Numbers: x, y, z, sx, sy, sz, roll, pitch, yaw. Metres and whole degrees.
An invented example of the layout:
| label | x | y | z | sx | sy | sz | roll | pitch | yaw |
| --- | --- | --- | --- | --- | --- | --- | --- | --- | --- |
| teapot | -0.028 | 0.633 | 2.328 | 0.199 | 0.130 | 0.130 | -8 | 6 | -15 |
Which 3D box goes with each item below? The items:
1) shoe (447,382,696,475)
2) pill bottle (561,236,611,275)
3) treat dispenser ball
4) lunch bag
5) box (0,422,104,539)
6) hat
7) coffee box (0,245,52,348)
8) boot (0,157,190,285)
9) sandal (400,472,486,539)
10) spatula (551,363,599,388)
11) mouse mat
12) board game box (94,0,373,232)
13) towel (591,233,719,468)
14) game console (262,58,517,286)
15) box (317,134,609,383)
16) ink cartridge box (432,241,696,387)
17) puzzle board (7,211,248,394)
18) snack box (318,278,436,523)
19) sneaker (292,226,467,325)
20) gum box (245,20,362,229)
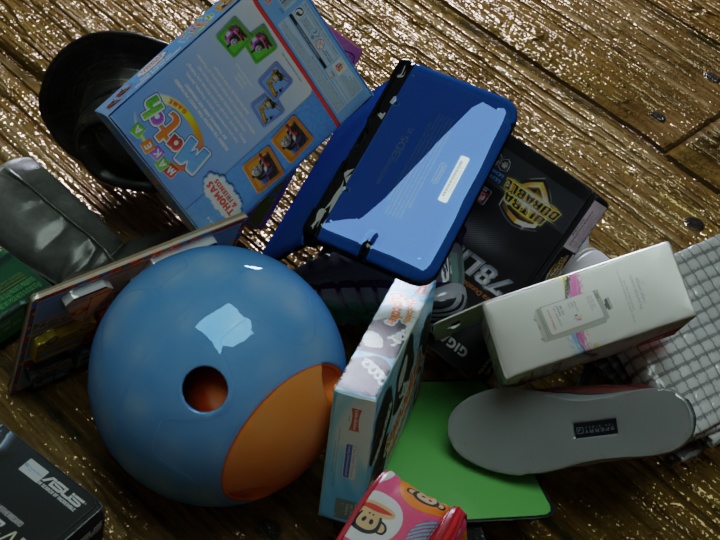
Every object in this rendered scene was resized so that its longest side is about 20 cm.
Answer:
| label | x | y | z | sx | sy | sz | roll | pitch | yaw |
| --- | --- | --- | --- | --- | --- | --- | --- | --- | --- |
| shoe | 0.176 | 0.130 | 1.141 | 0.199 | 0.091 | 0.072 | -5 | 82 | 14 |
| pill bottle | 0.146 | -0.031 | 1.314 | 0.111 | 0.112 | 0.200 | -27 | 57 | -35 |
| treat dispenser ball | -0.110 | 0.082 | 1.067 | 0.200 | 0.201 | 0.201 | 7 | 43 | -7 |
| lunch bag | -0.004 | 0.251 | 0.920 | 0.082 | 0.201 | 0.176 | 25 | 47 | 15 |
| box | -0.318 | 0.179 | 1.030 | 0.200 | 0.044 | 0.160 | 33 | 47 | 20 |
| hat | -0.202 | -0.122 | 1.265 | 0.200 | 0.201 | 0.081 | 7 | 47 | -7 |
| coffee box | -0.380 | 0.002 | 1.198 | 0.200 | 0.044 | 0.123 | 35 | 47 | 21 |
| boot | -0.245 | -0.040 | 1.268 | 0.200 | 0.073 | 0.182 | 34 | 44 | 30 |
| sandal | 0.072 | 0.236 | 1.058 | 0.075 | 0.048 | 0.201 | -9 | 39 | -25 |
| spatula | 0.208 | 0.097 | 1.262 | 0.056 | 0.021 | 0.200 | 32 | 43 | 4 |
| mouse mat | 0.060 | 0.148 | 1.148 | 0.160 | 0.008 | 0.200 | 0 | 30 | -14 |
| board game box | -0.102 | -0.142 | 1.163 | 0.200 | 0.151 | 0.037 | -45 | 32 | -14 |
| towel | 0.306 | 0.071 | 1.251 | 0.199 | 0.086 | 0.166 | -23 | 73 | -27 |
| game console | 0.023 | -0.073 | 1.215 | 0.170 | 0.118 | 0.200 | 23 | 65 | 12 |
| box | 0.090 | -0.035 | 1.254 | 0.200 | 0.199 | 0.050 | 39 | 7 | 28 |
| ink cartridge box | 0.163 | 0.047 | 1.132 | 0.199 | 0.116 | 0.068 | -18 | 79 | 1 |
| puzzle board | -0.192 | 0.030 | 1.141 | 0.199 | 0.151 | 0.017 | -24 | 70 | -33 |
| snack box | 0.016 | 0.098 | 1.101 | 0.037 | 0.117 | 0.200 | 13 | 29 | 11 |
| sneaker | 0.000 | 0.000 | 1.233 | 0.199 | 0.074 | 0.088 | 1 | 72 | 15 |
| gum box | -0.099 | -0.144 | 1.234 | 0.113 | 0.201 | 0.066 | 32 | -4 | -41 |
